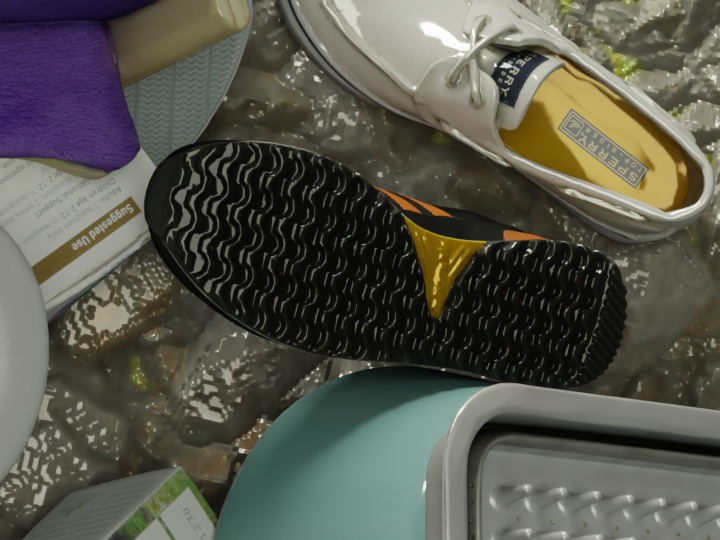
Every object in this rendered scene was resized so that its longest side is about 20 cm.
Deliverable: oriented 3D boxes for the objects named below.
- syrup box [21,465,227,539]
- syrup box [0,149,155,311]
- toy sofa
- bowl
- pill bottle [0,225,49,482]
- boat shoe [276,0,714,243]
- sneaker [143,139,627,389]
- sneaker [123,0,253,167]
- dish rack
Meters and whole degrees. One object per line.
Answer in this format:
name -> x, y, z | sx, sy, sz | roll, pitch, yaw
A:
syrup box -> -0.124, 0.163, 0.799 | 0.200, 0.081, 0.079 | -44, 107, -40
syrup box -> -0.165, -0.071, 0.839 | 0.081, 0.079, 0.201 | -39, 94, -31
toy sofa -> -0.137, -0.087, 0.730 | 0.199, 0.083, 0.099 | -1, 77, -42
bowl -> 0.054, 0.126, 0.829 | 0.199, 0.105, 0.203 | 10, 71, -33
pill bottle -> -0.210, 0.025, 0.780 | 0.112, 0.199, 0.114 | -4, 96, -47
boat shoe -> 0.056, -0.077, 0.895 | 0.199, 0.070, 0.071 | 35, 83, -6
sneaker -> 0.000, 0.000, 0.857 | 0.199, 0.090, 0.071 | 15, 88, -24
sneaker -> -0.075, -0.140, 0.882 | 0.072, 0.071, 0.202 | 8, 107, -13
dish rack -> 0.100, 0.133, 0.767 | 0.199, 0.043, 0.173 | 9, 73, -33
